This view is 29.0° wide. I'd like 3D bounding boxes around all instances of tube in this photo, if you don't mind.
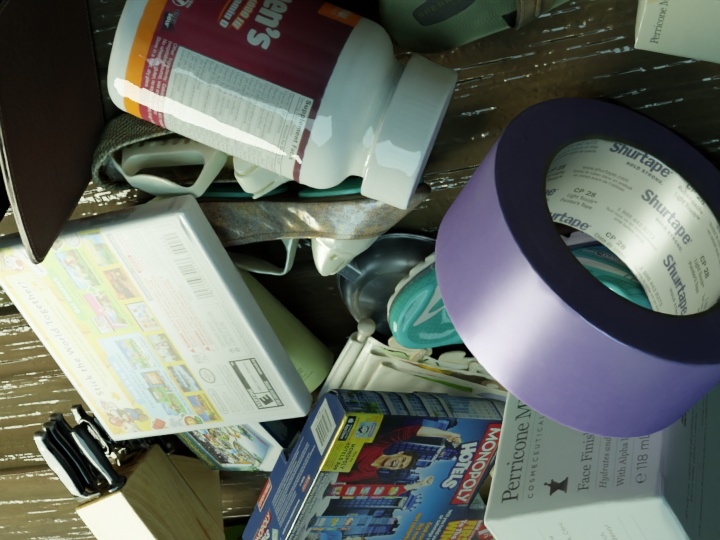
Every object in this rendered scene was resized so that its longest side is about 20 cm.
[{"bbox_3d":[-0.102,0.019,1.076,0.058,0.052,0.200,-45,112,3],"label":"tube"}]

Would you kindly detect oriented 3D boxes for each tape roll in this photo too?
[{"bbox_3d":[0.151,-0.004,0.860,0.199,0.201,0.085,26,135,-9],"label":"tape roll"}]

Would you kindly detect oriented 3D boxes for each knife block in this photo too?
[{"bbox_3d":[-0.201,0.210,1.209,0.064,0.202,0.175,-24,153,35],"label":"knife block"}]

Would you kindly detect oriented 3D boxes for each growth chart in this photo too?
[{"bbox_3d":[0.063,0.105,1.104,0.198,0.018,0.145,22,138,-17],"label":"growth chart"}]

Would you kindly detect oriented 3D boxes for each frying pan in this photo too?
[{"bbox_3d":[0.014,-0.005,1.030,0.114,0.031,0.190,-23,126,33],"label":"frying pan"}]

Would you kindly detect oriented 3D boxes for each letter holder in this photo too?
[{"bbox_3d":[-0.245,-0.119,0.911,0.099,0.143,0.201,9,136,8],"label":"letter holder"}]

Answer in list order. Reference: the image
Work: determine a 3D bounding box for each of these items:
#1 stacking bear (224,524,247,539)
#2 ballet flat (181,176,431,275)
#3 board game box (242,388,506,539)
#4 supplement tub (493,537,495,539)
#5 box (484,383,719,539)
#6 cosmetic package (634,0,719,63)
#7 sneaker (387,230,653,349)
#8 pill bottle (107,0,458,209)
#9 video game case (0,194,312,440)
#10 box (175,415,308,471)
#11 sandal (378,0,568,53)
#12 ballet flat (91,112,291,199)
[{"bbox_3d":[-0.126,0.288,1.311,0.198,0.122,0.114,1,129,29],"label":"stacking bear"},{"bbox_3d":[-0.042,-0.031,0.983,0.198,0.068,0.068,0,104,23],"label":"ballet flat"},{"bbox_3d":[0.034,0.166,1.095,0.198,0.062,0.201,5,128,-28],"label":"board game box"},{"bbox_3d":[0.147,0.293,1.197,0.198,0.146,0.146,6,135,11],"label":"supplement tub"},{"bbox_3d":[0.199,0.152,1.001,0.130,0.200,0.201,-15,128,29],"label":"box"},{"bbox_3d":[0.258,-0.164,0.761,0.198,0.071,0.106,10,135,7],"label":"cosmetic package"},{"bbox_3d":[0.111,0.022,0.972,0.198,0.080,0.078,-12,127,17],"label":"sneaker"},{"bbox_3d":[-0.047,-0.117,0.863,0.198,0.110,0.110,22,137,3],"label":"pill bottle"},{"bbox_3d":[-0.154,0.042,1.016,0.180,0.023,0.201,-10,127,26],"label":"video game case"},{"bbox_3d":[-0.136,0.085,1.119,0.136,0.038,0.200,-7,131,50],"label":"box"},{"bbox_3d":[0.088,-0.171,0.810,0.080,0.058,0.200,44,135,-19],"label":"sandal"},{"bbox_3d":[-0.096,-0.078,0.954,0.198,0.076,0.068,-4,132,20],"label":"ballet flat"}]
